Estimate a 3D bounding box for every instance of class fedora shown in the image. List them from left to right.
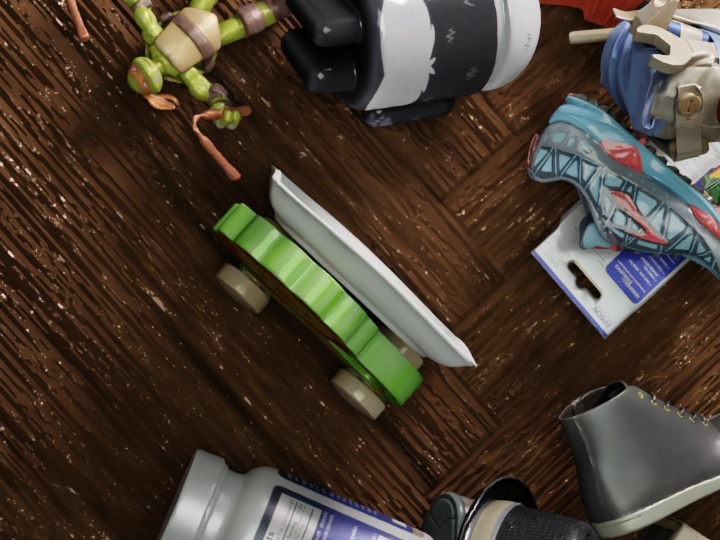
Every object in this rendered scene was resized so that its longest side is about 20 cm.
[{"bbox_3d":[0.138,0.258,1.672,0.091,0.200,0.201,-2,88,28],"label":"fedora"}]

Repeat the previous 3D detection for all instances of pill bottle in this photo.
[{"bbox_3d":[-0.052,0.218,1.677,0.200,0.116,0.116,24,84,-3],"label":"pill bottle"}]

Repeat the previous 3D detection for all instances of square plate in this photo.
[{"bbox_3d":[0.000,0.000,1.657,0.200,0.198,0.028,43,92,-6],"label":"square plate"}]

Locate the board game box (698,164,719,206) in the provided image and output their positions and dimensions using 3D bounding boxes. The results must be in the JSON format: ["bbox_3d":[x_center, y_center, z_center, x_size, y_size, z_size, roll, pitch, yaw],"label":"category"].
[{"bbox_3d":[0.379,-0.090,1.745,0.200,0.023,0.105,-35,121,11],"label":"board game box"}]

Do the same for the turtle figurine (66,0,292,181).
[{"bbox_3d":[-0.121,-0.176,1.709,0.161,0.064,0.200,-40,86,-16],"label":"turtle figurine"}]

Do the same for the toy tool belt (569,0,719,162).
[{"bbox_3d":[0.234,-0.146,1.672,0.123,0.200,0.125,11,106,-13],"label":"toy tool belt"}]

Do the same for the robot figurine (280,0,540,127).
[{"bbox_3d":[0.041,-0.191,1.698,0.199,0.150,0.125,-10,80,-22],"label":"robot figurine"}]

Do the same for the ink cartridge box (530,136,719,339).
[{"bbox_3d":[0.235,-0.045,1.778,0.200,0.037,0.095,-42,96,-11],"label":"ink cartridge box"}]

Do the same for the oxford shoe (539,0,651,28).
[{"bbox_3d":[0.156,-0.257,1.767,0.199,0.071,0.073,22,57,-6],"label":"oxford shoe"}]

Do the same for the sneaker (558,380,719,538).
[{"bbox_3d":[0.248,0.122,1.727,0.200,0.075,0.107,-25,99,-34],"label":"sneaker"}]

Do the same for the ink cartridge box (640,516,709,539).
[{"bbox_3d":[0.281,0.318,1.753,0.200,0.075,0.165,35,84,-6],"label":"ink cartridge box"}]

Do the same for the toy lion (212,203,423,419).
[{"bbox_3d":[-0.031,0.027,1.651,0.200,0.192,0.069,43,83,-6],"label":"toy lion"}]

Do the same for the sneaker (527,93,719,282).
[{"bbox_3d":[0.215,-0.044,1.730,0.200,0.079,0.096,41,91,3],"label":"sneaker"}]

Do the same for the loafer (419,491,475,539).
[{"bbox_3d":[0.073,0.274,1.731,0.063,0.072,0.201,8,93,-27],"label":"loafer"}]
